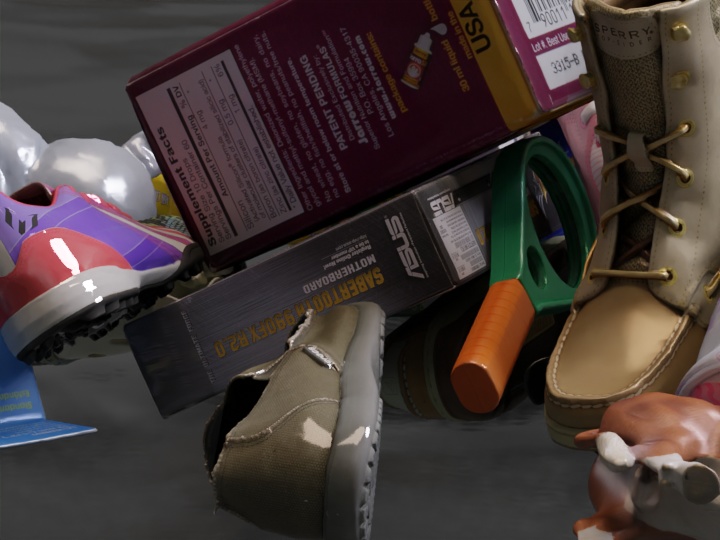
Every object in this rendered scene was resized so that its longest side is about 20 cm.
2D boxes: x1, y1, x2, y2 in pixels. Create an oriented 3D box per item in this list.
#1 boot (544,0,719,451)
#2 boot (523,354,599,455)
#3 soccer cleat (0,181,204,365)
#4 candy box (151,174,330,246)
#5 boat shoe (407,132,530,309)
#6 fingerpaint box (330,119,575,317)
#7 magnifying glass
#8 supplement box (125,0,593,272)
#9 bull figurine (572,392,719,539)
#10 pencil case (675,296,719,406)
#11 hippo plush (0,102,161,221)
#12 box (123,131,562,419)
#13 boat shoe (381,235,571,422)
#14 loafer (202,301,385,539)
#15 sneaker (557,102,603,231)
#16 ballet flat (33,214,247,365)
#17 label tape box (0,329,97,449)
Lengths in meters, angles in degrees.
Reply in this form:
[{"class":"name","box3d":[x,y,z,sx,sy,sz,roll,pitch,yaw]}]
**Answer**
[{"class":"boot","box3d":[0.117,-0.036,1.229,0.072,0.156,0.200,6,39,30]},{"class":"boot","box3d":[0.179,0.065,1.259,0.138,0.078,0.200,-25,31,-25]},{"class":"soccer cleat","box3d":[-0.123,-0.010,1.313,0.068,0.073,0.200,-33,-2,13]},{"class":"candy box","box3d":[-0.036,-0.028,1.663,0.199,0.027,0.102,12,3,-27]},{"class":"boat shoe","box3d":[0.057,-0.062,1.503,0.072,0.201,0.066,-13,0,32]},{"class":"fingerpaint box","box3d":[0.088,-0.061,1.580,0.199,0.168,0.073,0,6,-13]},{"class":"magnifying glass","box3d":[0.073,0.004,1.310,0.022,0.080,0.200,-18,21,25]},{"class":"supplement box","box3d":[0.013,-0.091,1.387,0.199,0.104,0.131,-24,1,33]},{"class":"bull figurine","box3d":[0.172,0.087,1.083,0.199,0.066,0.121,5,13,14]},{"class":"pencil case","box3d":[0.193,-0.002,1.209,0.083,0.091,0.201,25,53,3]},{"class":"hippo plush","box3d":[-0.184,-0.063,1.570,0.160,0.160,0.200,11,-11,-13]},{"class":"box","box3d":[0.000,0.000,1.383,0.158,0.049,0.200,-26,0,22]},{"class":"boat shoe","box3d":[0.063,0.026,1.405,0.076,0.072,0.200,-7,4,31]},{"class":"loafer","box3d":[-0.027,0.055,1.189,0.069,0.076,0.200,6,10,-1]},{"class":"sneaker","box3d":[0.131,-0.093,1.490,0.075,0.201,0.105,-19,-4,-12]},{"class":"ballet flat","box3d":[-0.117,0.011,1.450,0.074,0.075,0.200,7,14,27]},{"class":"label tape box","box3d":[-0.229,0.034,1.298,0.143,0.067,0.199,-7,12,-41]}]
